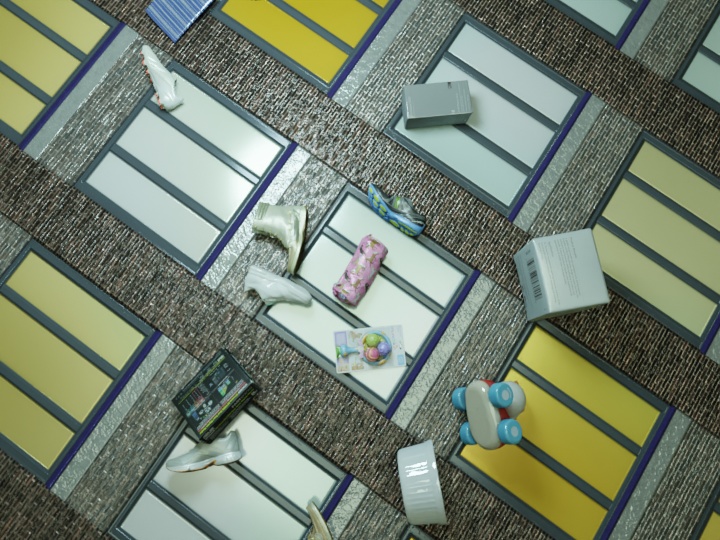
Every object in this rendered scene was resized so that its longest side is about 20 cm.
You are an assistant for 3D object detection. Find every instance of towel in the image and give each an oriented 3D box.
[{"bbox_3d":[-0.548,-0.820,1.751,0.200,0.024,0.145,-45,85,4],"label":"towel"}]

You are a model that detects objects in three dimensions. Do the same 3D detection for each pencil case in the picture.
[{"bbox_3d":[0.000,0.000,1.604,0.082,0.087,0.202,25,78,35],"label":"pencil case"}]

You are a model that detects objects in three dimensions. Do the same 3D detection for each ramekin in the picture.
[{"bbox_3d":[0.154,0.543,1.454,0.096,0.201,0.205,-10,80,4],"label":"ramekin"}]

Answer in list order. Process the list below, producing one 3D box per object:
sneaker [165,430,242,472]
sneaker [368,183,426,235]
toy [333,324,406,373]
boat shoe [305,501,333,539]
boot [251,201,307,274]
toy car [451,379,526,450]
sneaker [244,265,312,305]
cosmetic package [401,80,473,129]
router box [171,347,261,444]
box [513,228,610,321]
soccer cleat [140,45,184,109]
[{"bbox_3d":[-0.416,0.478,1.514,0.196,0.076,0.094,-9,72,-11],"label":"sneaker"},{"bbox_3d":[0.104,-0.183,1.653,0.198,0.071,0.083,36,67,4],"label":"sneaker"},{"bbox_3d":[0.026,0.216,1.581,0.195,0.047,0.118,-6,81,-2],"label":"toy"},{"bbox_3d":[-0.104,0.704,1.475,0.068,0.074,0.203,-23,82,-12],"label":"boat shoe"},{"bbox_3d":[-0.233,-0.094,1.618,0.151,0.072,0.204,7,74,-1],"label":"boot"},{"bbox_3d":[0.384,0.370,1.528,0.197,0.184,0.181,-6,78,-32],"label":"toy car"},{"bbox_3d":[-0.232,0.063,1.598,0.197,0.075,0.090,24,92,9],"label":"sneaker"},{"bbox_3d":[0.223,-0.493,1.698,0.195,0.090,0.109,-7,83,-6],"label":"cosmetic package"},{"bbox_3d":[-0.381,0.329,1.513,0.200,0.062,0.149,-46,58,-8],"label":"router box"},{"bbox_3d":[0.540,0.018,1.557,0.167,0.200,0.203,-10,79,-2],"label":"box"},{"bbox_3d":[-0.591,-0.577,1.701,0.076,0.069,0.203,-22,88,-11],"label":"soccer cleat"}]
